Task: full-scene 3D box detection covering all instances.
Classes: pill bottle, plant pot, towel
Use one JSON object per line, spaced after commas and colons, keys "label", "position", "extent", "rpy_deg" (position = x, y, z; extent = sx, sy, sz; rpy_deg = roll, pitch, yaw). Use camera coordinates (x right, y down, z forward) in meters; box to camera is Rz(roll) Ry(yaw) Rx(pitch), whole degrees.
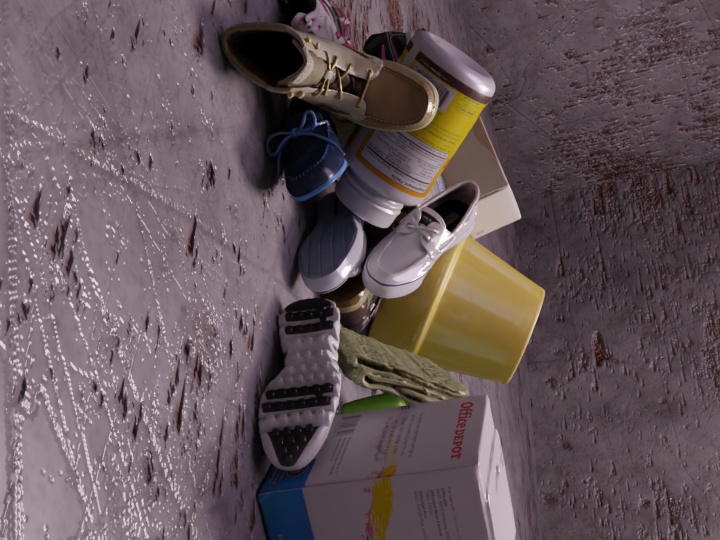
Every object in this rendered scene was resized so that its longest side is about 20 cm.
{"label": "pill bottle", "position": [0.054, -0.151, 1.097], "extent": [0.108, 0.202, 0.110], "rpy_deg": [30, 20, -12]}
{"label": "plant pot", "position": [0.128, 0.046, 1.280], "extent": [0.201, 0.186, 0.204], "rpy_deg": [23, 90, -84]}
{"label": "towel", "position": [0.036, 0.108, 1.048], "extent": [0.200, 0.146, 0.037], "rpy_deg": [-145, -102, -76]}

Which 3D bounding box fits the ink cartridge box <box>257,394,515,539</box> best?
{"label": "ink cartridge box", "position": [0.032, 0.220, 0.909], "extent": [0.147, 0.196, 0.148], "rpy_deg": [-55, 134, -70]}

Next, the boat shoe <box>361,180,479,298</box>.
{"label": "boat shoe", "position": [0.072, -0.045, 1.161], "extent": [0.200, 0.073, 0.066], "rpy_deg": [-44, 159, -39]}

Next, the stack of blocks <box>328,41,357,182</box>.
{"label": "stack of blocks", "position": [-0.014, -0.184, 1.276], "extent": [0.201, 0.057, 0.117], "rpy_deg": [60, 25, -56]}

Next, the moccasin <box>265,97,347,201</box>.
{"label": "moccasin", "position": [-0.063, -0.132, 1.042], "extent": [0.069, 0.079, 0.201], "rpy_deg": [59, 5, -22]}

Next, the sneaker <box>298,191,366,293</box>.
{"label": "sneaker", "position": [-0.020, -0.021, 1.114], "extent": [0.201, 0.072, 0.072], "rpy_deg": [-75, 149, -60]}

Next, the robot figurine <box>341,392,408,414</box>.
{"label": "robot figurine", "position": [0.038, 0.219, 1.108], "extent": [0.202, 0.113, 0.178], "rpy_deg": [68, 10, -45]}

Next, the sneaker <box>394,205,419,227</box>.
{"label": "sneaker", "position": [0.040, -0.049, 1.371], "extent": [0.201, 0.074, 0.072], "rpy_deg": [-79, 155, -56]}

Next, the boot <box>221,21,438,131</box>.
{"label": "boot", "position": [-0.027, -0.190, 0.980], "extent": [0.154, 0.197, 0.073], "rpy_deg": [-17, 128, -74]}

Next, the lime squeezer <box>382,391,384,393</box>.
{"label": "lime squeezer", "position": [0.043, 0.167, 1.325], "extent": [0.071, 0.037, 0.205], "rpy_deg": [27, 54, -73]}

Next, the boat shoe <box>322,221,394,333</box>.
{"label": "boat shoe", "position": [0.000, 0.000, 1.209], "extent": [0.201, 0.072, 0.066], "rpy_deg": [-64, 148, -51]}

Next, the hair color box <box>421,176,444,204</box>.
{"label": "hair color box", "position": [0.061, -0.156, 1.478], "extent": [0.061, 0.098, 0.202], "rpy_deg": [-86, 161, -45]}

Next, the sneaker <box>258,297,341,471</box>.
{"label": "sneaker", "position": [-0.047, 0.116, 0.935], "extent": [0.202, 0.073, 0.082], "rpy_deg": [-80, 165, -53]}

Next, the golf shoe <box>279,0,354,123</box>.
{"label": "golf shoe", "position": [-0.046, -0.243, 1.122], "extent": [0.091, 0.073, 0.202], "rpy_deg": [25, 31, -41]}

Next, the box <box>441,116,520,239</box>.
{"label": "box", "position": [0.142, -0.155, 1.347], "extent": [0.095, 0.076, 0.203], "rpy_deg": [52, 17, -59]}

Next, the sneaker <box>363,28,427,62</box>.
{"label": "sneaker", "position": [0.030, -0.189, 1.185], "extent": [0.081, 0.084, 0.204], "rpy_deg": [-85, -179, -70]}
